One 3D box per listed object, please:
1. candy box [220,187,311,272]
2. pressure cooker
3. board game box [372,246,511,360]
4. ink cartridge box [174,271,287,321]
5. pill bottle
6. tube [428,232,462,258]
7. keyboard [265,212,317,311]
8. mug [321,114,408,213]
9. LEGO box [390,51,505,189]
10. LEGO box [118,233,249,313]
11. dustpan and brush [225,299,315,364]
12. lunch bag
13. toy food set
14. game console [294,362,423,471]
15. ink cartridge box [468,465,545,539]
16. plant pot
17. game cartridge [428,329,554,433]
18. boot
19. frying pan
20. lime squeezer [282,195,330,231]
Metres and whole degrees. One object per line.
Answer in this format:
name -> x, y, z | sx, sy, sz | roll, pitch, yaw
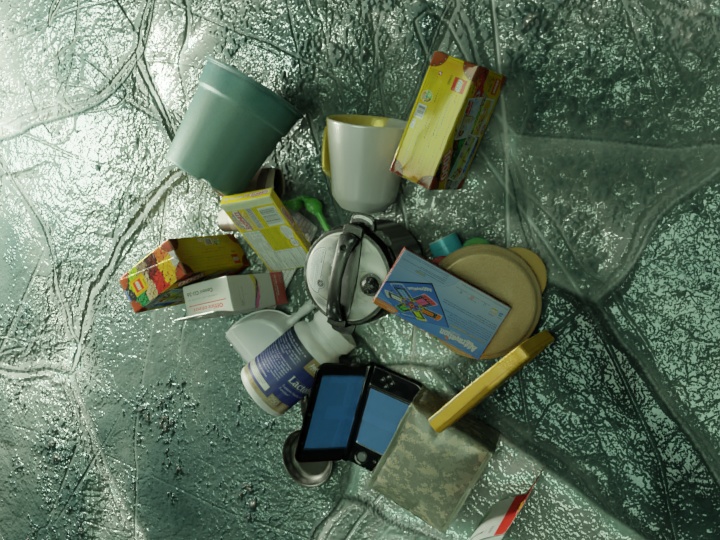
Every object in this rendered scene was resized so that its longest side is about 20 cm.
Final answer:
candy box -> -0.161, -0.069, 1.413 | 0.102, 0.200, 0.026 | -6, 51, 22
pressure cooker -> 0.003, 0.000, 1.327 | 0.178, 0.200, 0.176 | -31, 85, 26
board game box -> 0.130, 0.053, 1.241 | 0.200, 0.019, 0.103 | 29, 100, -9
ink cartridge box -> -0.246, 0.048, 1.452 | 0.116, 0.200, 0.068 | -14, 86, 32
pill bottle -> -0.112, 0.166, 1.434 | 0.200, 0.116, 0.116 | -41, 77, 7
tube -> 0.181, 0.034, 1.329 | 0.077, 0.050, 0.200 | -26, 89, 24
keyboard -> -0.147, -0.014, 1.509 | 0.056, 0.011, 0.200 | 37, 110, 19
mug -> 0.009, -0.189, 1.360 | 0.149, 0.187, 0.153 | 2, 108, -6
LEGO box -> 0.142, -0.236, 1.250 | 0.077, 0.149, 0.200 | 28, 108, 22
LEGO box -> -0.337, 0.002, 1.502 | 0.149, 0.200, 0.077 | -34, 80, 26
dustpan and brush -> -0.153, 0.116, 1.510 | 0.200, 0.057, 0.140 | -40, 89, 31
lunch bag -> 0.122, 0.333, 1.341 | 0.164, 0.118, 0.200 | 30, 106, 9
toy food set -> 0.199, 0.047, 1.283 | 0.198, 0.049, 0.200 | 11, 100, 4
game console -> -0.001, 0.278, 1.406 | 0.172, 0.119, 0.200 | 21, 105, 24
ink cartridge box -> 0.224, 0.414, 1.282 | 0.050, 0.161, 0.200 | 30, 108, 17
plant pot -> -0.238, -0.247, 1.395 | 0.200, 0.200, 0.196 | 32, 92, 20
game cartridge -> 0.216, 0.175, 1.250 | 0.200, 0.176, 0.032 | -43, 75, 25
boot -> -0.214, -0.166, 1.487 | 0.146, 0.070, 0.200 | -18, 75, 27
frying pan -> -0.114, 0.329, 1.519 | 0.115, 0.031, 0.190 | -24, 81, 27
lime squeezer -> -0.111, -0.110, 1.468 | 0.200, 0.038, 0.071 | 22, 124, 26
